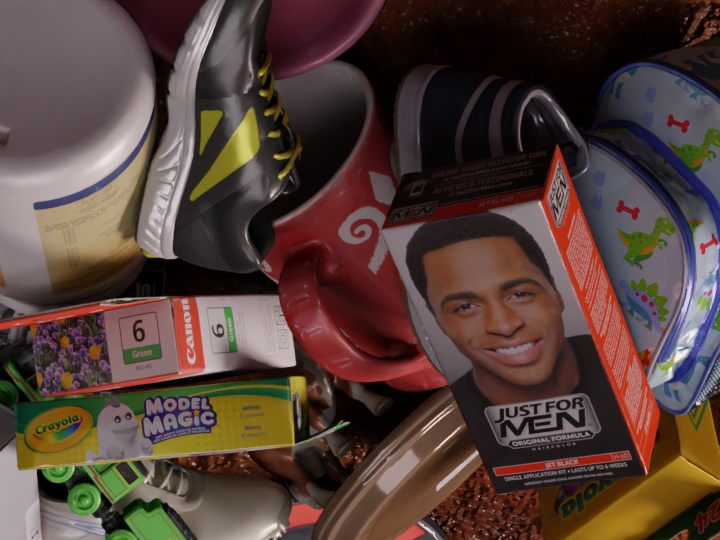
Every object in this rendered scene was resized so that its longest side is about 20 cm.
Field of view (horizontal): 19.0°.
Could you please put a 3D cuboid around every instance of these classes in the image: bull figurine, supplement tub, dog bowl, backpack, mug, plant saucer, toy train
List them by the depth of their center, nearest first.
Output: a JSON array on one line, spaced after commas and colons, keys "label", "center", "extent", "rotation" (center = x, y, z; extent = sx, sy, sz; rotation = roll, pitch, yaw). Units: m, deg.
[{"label": "dog bowl", "center": [-0.065, -0.195, 1.246], "extent": [0.199, 0.074, 0.201], "rotation": [-2, 131, -2]}, {"label": "supplement tub", "center": [-0.188, -0.068, 1.276], "extent": [0.143, 0.145, 0.200], "rotation": [-1, 154, -3]}, {"label": "backpack", "center": [0.193, -0.030, 1.323], "extent": [0.146, 0.183, 0.201], "rotation": [-14, 139, -42]}, {"label": "mug", "center": [-0.008, -0.003, 1.366], "extent": [0.133, 0.178, 0.200], "rotation": [4, 148, 41]}, {"label": "toy train", "center": [-0.179, 0.133, 1.446], "extent": [0.056, 0.042, 0.200], "rotation": [-36, 101, -1]}, {"label": "bull figurine", "center": [-0.040, 0.089, 1.479], "extent": [0.065, 0.121, 0.200], "rotation": [-36, 153, -23]}, {"label": "plant saucer", "center": [0.048, 0.131, 1.485], "extent": [0.029, 0.200, 0.200], "rotation": [46, 127, 15]}]

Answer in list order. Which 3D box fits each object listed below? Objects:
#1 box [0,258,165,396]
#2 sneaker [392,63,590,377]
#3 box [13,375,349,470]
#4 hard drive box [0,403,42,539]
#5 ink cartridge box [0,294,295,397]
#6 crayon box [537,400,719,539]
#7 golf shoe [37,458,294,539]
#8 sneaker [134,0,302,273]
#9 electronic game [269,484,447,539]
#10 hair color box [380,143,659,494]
[{"label": "box", "center": [-0.216, 0.054, 1.476], "extent": [0.157, 0.048, 0.201], "rotation": [3, 131, -7]}, {"label": "sneaker", "center": [0.083, -0.023, 1.289], "extent": [0.108, 0.070, 0.201], "rotation": [6, 111, 39]}, {"label": "box", "center": [-0.109, 0.095, 1.356], "extent": [0.199, 0.049, 0.117], "rotation": [-4, 177, 3]}, {"label": "hard drive box", "center": [-0.318, 0.133, 1.455], "extent": [0.199, 0.077, 0.156], "rotation": [27, 138, 21]}, {"label": "ink cartridge box", "center": [-0.138, 0.047, 1.317], "extent": [0.108, 0.051, 0.200], "rotation": [-10, 176, 29]}, {"label": "crayon box", "center": [0.178, 0.118, 1.454], "extent": [0.051, 0.201, 0.127], "rotation": [33, 122, -28]}, {"label": "golf shoe", "center": [-0.148, 0.159, 1.496], "extent": [0.199, 0.079, 0.098], "rotation": [-6, 127, 1]}, {"label": "sneaker", "center": [-0.067, -0.086, 1.225], "extent": [0.084, 0.075, 0.201], "rotation": [20, 123, 3]}, {"label": "electronic game", "center": [-0.026, 0.236, 1.655], "extent": [0.199, 0.042, 0.201], "rotation": [-1, 132, -1]}, {"label": "hair color box", "center": [0.096, 0.032, 1.246], "extent": [0.101, 0.061, 0.201], "rotation": [-11, 122, 24]}]
